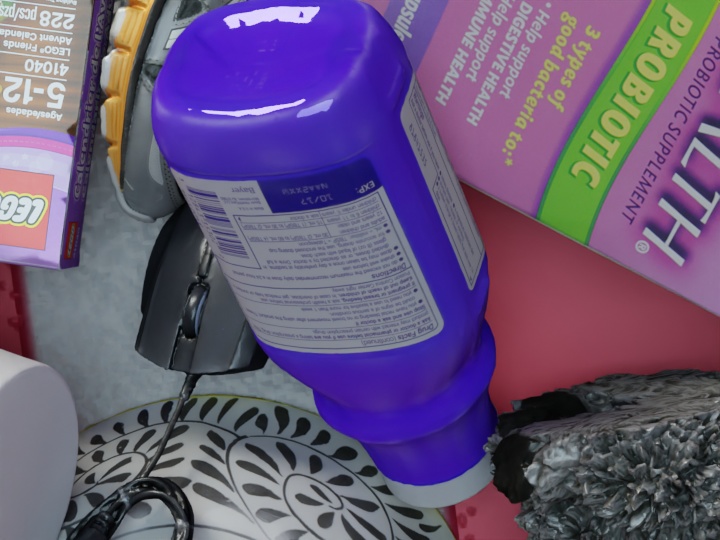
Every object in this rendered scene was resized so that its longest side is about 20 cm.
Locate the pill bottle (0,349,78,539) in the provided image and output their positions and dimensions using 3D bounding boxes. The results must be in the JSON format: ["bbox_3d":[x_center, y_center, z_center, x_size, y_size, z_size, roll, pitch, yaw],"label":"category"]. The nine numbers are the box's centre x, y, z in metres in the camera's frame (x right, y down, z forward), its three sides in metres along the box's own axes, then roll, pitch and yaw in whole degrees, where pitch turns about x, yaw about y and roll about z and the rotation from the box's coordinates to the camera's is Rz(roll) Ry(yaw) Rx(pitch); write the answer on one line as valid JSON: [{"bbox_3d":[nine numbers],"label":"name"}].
[{"bbox_3d":[-0.205,0.052,0.851,0.199,0.113,0.114,14,93,19],"label":"pill bottle"}]

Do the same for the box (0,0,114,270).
[{"bbox_3d":[-0.188,-0.081,0.871,0.199,0.039,0.137,8,93,5],"label":"box"}]

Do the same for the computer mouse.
[{"bbox_3d":[-0.066,0.039,0.855,0.058,0.034,0.200,9,59,21],"label":"computer mouse"}]

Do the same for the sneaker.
[{"bbox_3d":[-0.035,-0.108,0.875,0.077,0.078,0.200,22,92,-1],"label":"sneaker"}]

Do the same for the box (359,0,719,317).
[{"bbox_3d":[0.112,-0.097,0.816,0.200,0.097,0.176,28,123,3],"label":"box"}]

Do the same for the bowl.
[{"bbox_3d":[-0.056,0.147,0.874,0.200,0.094,0.201,0,92,4],"label":"bowl"}]

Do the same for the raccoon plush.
[{"bbox_3d":[0.121,0.108,0.830,0.200,0.097,0.134,-3,100,37],"label":"raccoon plush"}]

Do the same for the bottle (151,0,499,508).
[{"bbox_3d":[0.000,0.000,0.828,0.083,0.200,0.065,-2,47,24],"label":"bottle"}]
